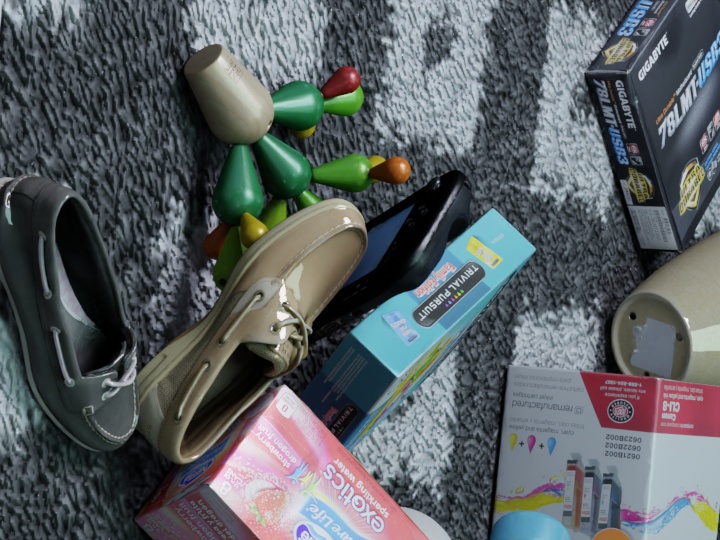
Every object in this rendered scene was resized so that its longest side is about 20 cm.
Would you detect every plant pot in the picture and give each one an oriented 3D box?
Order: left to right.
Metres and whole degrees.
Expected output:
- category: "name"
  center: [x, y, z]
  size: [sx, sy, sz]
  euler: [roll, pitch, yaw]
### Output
- category: "plant pot"
  center: [0.326, 0.051, 2.041]
  size: [0.200, 0.187, 0.188]
  euler: [-11, 103, -43]

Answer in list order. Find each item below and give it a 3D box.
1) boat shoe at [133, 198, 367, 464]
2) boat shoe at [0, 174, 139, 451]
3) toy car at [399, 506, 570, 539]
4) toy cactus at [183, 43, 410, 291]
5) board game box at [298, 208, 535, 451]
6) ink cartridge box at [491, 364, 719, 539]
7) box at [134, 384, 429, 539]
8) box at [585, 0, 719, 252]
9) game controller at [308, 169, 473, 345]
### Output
- category: "boat shoe"
  center: [-0.060, 0.041, 1.442]
  size: [0.200, 0.064, 0.071]
  euler: [-47, 138, -4]
- category: "boat shoe"
  center: [-0.168, 0.032, 1.356]
  size: [0.067, 0.057, 0.200]
  euler: [-52, 134, -41]
- category: "toy car"
  center: [0.030, 0.239, 1.640]
  size: [0.200, 0.177, 0.185]
  euler: [38, 43, -20]
- category: "toy cactus"
  center: [-0.057, -0.076, 1.500]
  size: [0.200, 0.102, 0.165]
  euler: [-53, 125, -26]
- category: "board game box"
  center: [0.026, 0.057, 1.587]
  size: [0.200, 0.047, 0.151]
  euler: [-40, 170, -48]
- category: "ink cartridge box"
  center: [0.205, 0.186, 1.873]
  size: [0.145, 0.145, 0.201]
  euler: [10, 85, -57]
- category: "box"
  center: [-0.034, 0.188, 1.476]
  size: [0.200, 0.095, 0.103]
  euler: [47, 49, -13]
- category: "box"
  center: [0.284, -0.153, 2.053]
  size: [0.200, 0.050, 0.199]
  euler: [-53, 136, -41]
- category: "game controller"
  center: [0.000, 0.000, 1.504]
  size: [0.042, 0.200, 0.104]
  euler: [48, 52, -8]
